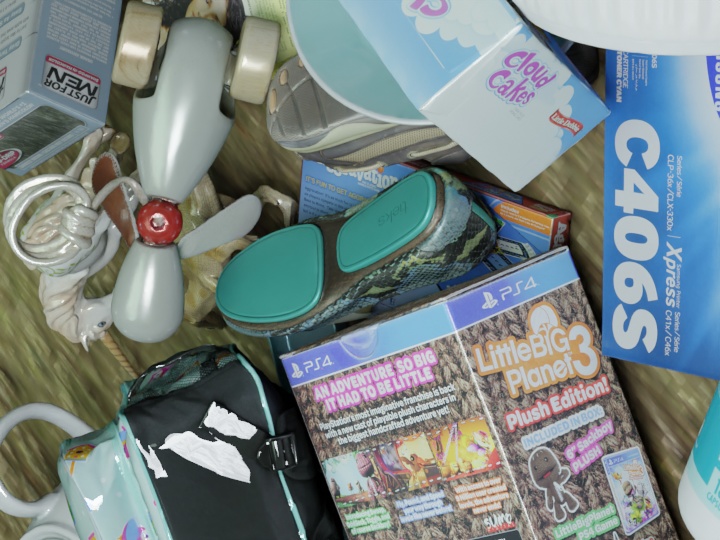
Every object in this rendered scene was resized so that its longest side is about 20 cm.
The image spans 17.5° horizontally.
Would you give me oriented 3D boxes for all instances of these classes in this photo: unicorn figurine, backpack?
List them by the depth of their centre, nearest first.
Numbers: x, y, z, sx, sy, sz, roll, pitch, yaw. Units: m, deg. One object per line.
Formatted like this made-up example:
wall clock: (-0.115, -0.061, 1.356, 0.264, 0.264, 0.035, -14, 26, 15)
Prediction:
backpack: (-0.089, 0.136, 1.374, 0.152, 0.200, 0.177, -23, 98, 4)
unicorn figurine: (-0.174, -0.021, 1.510, 0.074, 0.200, 0.138, 33, 91, 22)

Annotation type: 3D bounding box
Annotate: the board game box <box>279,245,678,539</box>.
board game box: (0.067, 0.110, 1.280, 0.159, 0.096, 0.201, -20, 91, 52)

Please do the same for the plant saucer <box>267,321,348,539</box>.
plant saucer: (-0.009, 0.123, 1.442, 0.070, 0.019, 0.202, -17, 86, 51)

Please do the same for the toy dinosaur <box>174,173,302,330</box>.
toy dinosaur: (-0.092, -0.028, 1.440, 0.100, 0.058, 0.201, 14, 128, 24)

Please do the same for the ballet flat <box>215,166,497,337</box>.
ballet flat: (0.000, 0.000, 1.343, 0.199, 0.074, 0.075, -20, 85, 45)

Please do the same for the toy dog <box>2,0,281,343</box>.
toy dog: (-0.112, -0.069, 1.375, 0.131, 0.096, 0.201, 32, 97, -5)

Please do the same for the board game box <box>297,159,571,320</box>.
board game box: (0.037, -0.010, 1.366, 0.199, 0.019, 0.104, 22, 116, 41)

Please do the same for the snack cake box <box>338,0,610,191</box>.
snack cake box: (0.030, -0.146, 1.182, 0.067, 0.115, 0.201, -39, 58, 9)

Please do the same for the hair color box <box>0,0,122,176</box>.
hair color box: (-0.199, -0.172, 1.479, 0.099, 0.060, 0.202, -25, 51, 46)

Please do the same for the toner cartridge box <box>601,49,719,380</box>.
toner cartridge box: (0.173, -0.049, 1.201, 0.095, 0.043, 0.202, 10, 106, 43)

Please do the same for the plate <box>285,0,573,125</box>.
plate: (0.051, -0.168, 1.263, 0.199, 0.026, 0.202, -10, 67, 25)

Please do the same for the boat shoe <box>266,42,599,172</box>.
boat shoe: (0.045, -0.101, 1.303, 0.199, 0.073, 0.075, -8, 63, 28)

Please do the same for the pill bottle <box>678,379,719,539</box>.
pill bottle: (0.231, 0.049, 1.115, 0.111, 0.110, 0.201, 36, 123, 34)

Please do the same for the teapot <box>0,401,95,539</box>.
teapot: (-0.164, 0.212, 1.531, 0.199, 0.145, 0.199, 31, 119, 38)

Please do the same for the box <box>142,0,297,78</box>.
box: (-0.047, -0.158, 1.397, 0.199, 0.050, 0.076, -19, 86, 45)

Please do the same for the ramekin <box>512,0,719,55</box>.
ramekin: (0.151, -0.176, 1.093, 0.199, 0.199, 0.106, 22, 124, 40)
